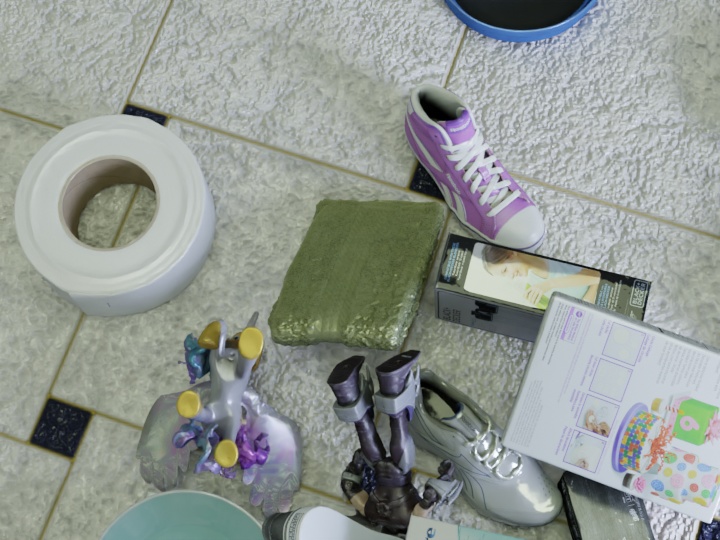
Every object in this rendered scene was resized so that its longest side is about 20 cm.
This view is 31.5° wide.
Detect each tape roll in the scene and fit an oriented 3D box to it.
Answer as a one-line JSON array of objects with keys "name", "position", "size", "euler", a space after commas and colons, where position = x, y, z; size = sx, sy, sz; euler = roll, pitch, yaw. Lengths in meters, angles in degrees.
[{"name": "tape roll", "position": [-0.254, -0.057, 1.325], "size": [0.201, 0.071, 0.204], "euler": [-1, 71, 2]}]

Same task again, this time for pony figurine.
[{"name": "pony figurine", "position": [-0.127, 0.133, 1.209], "size": [0.165, 0.200, 0.194], "euler": [12, 88, 0]}]

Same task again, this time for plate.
[{"name": "plate", "position": [-0.161, 0.304, 1.182], "size": [0.199, 0.026, 0.202], "euler": [-1, 83, 8]}]

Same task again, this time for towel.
[{"name": "towel", "position": [0.000, 0.000, 1.267], "size": [0.147, 0.037, 0.201], "euler": [2, 46, 20]}]

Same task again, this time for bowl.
[{"name": "bowl", "position": [0.177, -0.343, 1.411], "size": [0.199, 0.039, 0.202], "euler": [-1, 71, 3]}]

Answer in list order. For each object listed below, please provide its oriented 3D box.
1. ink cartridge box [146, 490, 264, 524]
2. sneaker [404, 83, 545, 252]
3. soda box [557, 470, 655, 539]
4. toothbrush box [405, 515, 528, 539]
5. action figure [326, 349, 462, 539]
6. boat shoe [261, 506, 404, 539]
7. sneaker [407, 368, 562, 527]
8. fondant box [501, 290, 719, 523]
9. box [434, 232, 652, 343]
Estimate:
[{"name": "ink cartridge box", "position": [-0.121, 0.283, 1.219], "size": [0.199, 0.039, 0.100], "euler": [14, 73, 9]}, {"name": "sneaker", "position": [0.113, -0.105, 1.296], "size": [0.073, 0.114, 0.201], "euler": [-40, 75, -11]}, {"name": "soda box", "position": [0.243, 0.281, 1.184], "size": [0.070, 0.063, 0.201], "euler": [-13, 70, -1]}, {"name": "toothbrush box", "position": [0.148, 0.278, 1.100], "size": [0.199, 0.146, 0.086], "euler": [8, 76, 28]}, {"name": "action figure", "position": [0.030, 0.178, 1.196], "size": [0.129, 0.069, 0.201], "euler": [0, 110, 25]}, {"name": "boat shoe", "position": [-0.008, 0.271, 1.167], "size": [0.068, 0.200, 0.072], "euler": [-9, 57, 46]}, {"name": "sneaker", "position": [0.109, 0.170, 1.217], "size": [0.200, 0.087, 0.075], "euler": [37, 70, 13]}, {"name": "fondant box", "position": [0.243, 0.120, 1.149], "size": [0.199, 0.058, 0.145], "euler": [20, 96, 8]}, {"name": "box", "position": [0.174, 0.029, 1.247], "size": [0.199, 0.117, 0.060], "euler": [15, 75, 7]}]
